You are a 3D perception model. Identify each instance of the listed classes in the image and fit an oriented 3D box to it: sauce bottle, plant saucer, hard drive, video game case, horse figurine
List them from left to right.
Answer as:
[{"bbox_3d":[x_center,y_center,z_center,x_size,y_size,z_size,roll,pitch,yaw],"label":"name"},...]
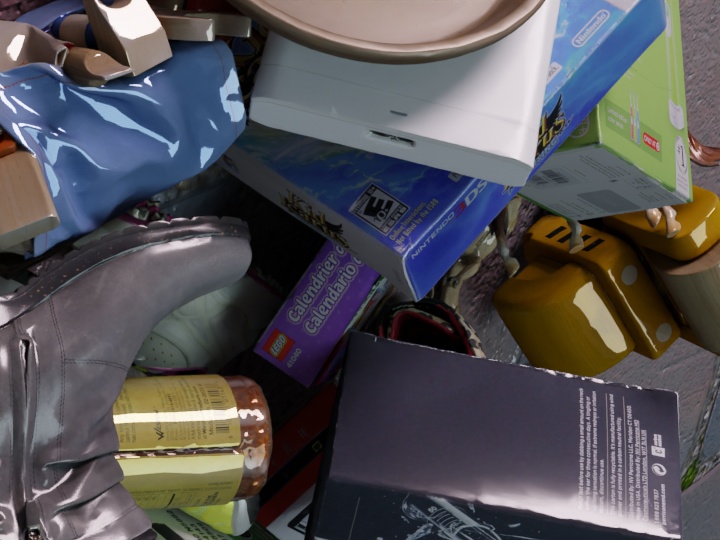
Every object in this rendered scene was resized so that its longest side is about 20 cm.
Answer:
[{"bbox_3d":[-0.142,0.081,0.727,0.199,0.066,0.066,2,119,-26],"label":"sauce bottle"},{"bbox_3d":[-0.002,-0.173,0.723,0.200,0.200,0.029,-35,167,-31],"label":"plant saucer"},{"bbox_3d":[0.024,-0.109,0.806,0.200,0.181,0.046,-47,148,-15],"label":"video game case"},{"bbox_3d":[0.032,-0.144,0.759,0.026,0.131,0.201,108,-5,-63],"label":"hard drive"},{"bbox_3d":[0.137,-0.075,1.014,0.199,0.133,0.050,-14,160,-24],"label":"horse figurine"}]

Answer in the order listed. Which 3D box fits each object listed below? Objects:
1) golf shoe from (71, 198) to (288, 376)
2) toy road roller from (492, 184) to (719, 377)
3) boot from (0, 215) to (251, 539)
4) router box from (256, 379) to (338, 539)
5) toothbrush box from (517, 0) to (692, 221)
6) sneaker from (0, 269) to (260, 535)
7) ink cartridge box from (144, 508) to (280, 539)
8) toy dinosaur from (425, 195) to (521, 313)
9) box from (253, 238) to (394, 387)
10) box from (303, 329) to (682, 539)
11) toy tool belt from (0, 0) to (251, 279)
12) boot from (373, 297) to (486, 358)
[{"bbox_3d":[-0.112,0.013,0.837,0.092,0.075,0.200,-53,147,0],"label":"golf shoe"},{"bbox_3d":[0.189,0.016,1.124,0.146,0.200,0.123,-43,120,-12],"label":"toy road roller"},{"bbox_3d":[-0.116,0.061,0.681,0.199,0.132,0.070,-22,172,-27],"label":"boot"},{"bbox_3d":[-0.031,0.178,1.070,0.179,0.049,0.200,-42,148,3],"label":"router box"},{"bbox_3d":[0.125,-0.144,0.913,0.145,0.086,0.201,18,69,-57],"label":"toothbrush box"},{"bbox_3d":[-0.136,0.079,0.806,0.200,0.075,0.077,43,76,-21],"label":"sneaker"},{"bbox_3d":[-0.152,0.150,0.831,0.200,0.145,0.084,11,108,-56],"label":"ink cartridge box"},{"bbox_3d":[0.090,-0.038,1.094,0.200,0.058,0.101,-56,164,12],"label":"toy dinosaur"},{"bbox_3d":[0.000,0.000,0.923,0.137,0.039,0.200,-57,176,-1],"label":"box"},{"bbox_3d":[0.061,0.150,0.868,0.104,0.181,0.201,-80,-179,-45],"label":"box"},{"bbox_3d":[-0.106,-0.075,0.700,0.200,0.123,0.125,-35,128,-29],"label":"toy tool belt"},{"bbox_3d":[0.046,0.058,0.983,0.073,0.204,0.154,-24,136,-1],"label":"boot"}]
